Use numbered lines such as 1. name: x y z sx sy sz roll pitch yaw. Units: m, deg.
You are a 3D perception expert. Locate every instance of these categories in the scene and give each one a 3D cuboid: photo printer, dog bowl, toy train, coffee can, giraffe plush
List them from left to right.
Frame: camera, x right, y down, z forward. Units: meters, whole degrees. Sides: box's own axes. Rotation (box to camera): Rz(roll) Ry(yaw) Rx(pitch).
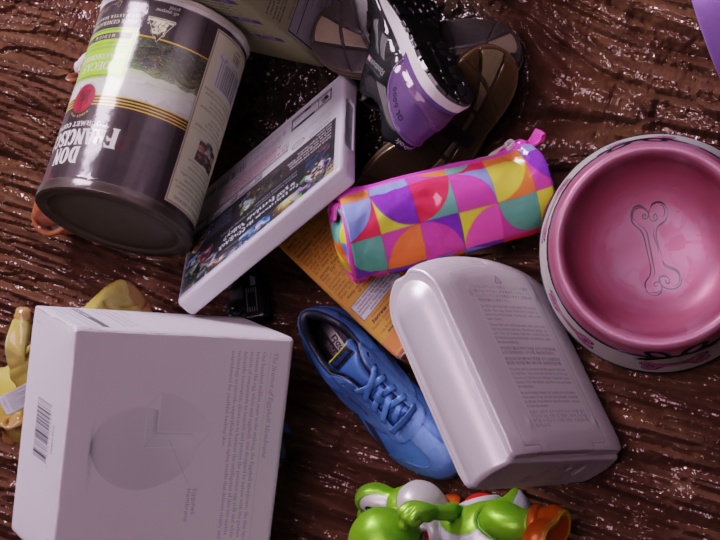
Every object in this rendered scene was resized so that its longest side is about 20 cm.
1. giraffe plush: -0.278 0.115 1.725 0.162 0.199 0.173 -25 75 52
2. coffee can: -0.196 -0.132 1.689 0.146 0.146 0.201 5 68 26
3. toy train: -0.093 0.090 1.699 0.046 0.034 0.201 -11 72 11
4. photo printer: 0.114 0.079 1.530 0.069 0.166 0.201 -40 63 33
5. dog bowl: 0.241 -0.017 1.513 0.199 0.074 0.201 -1 85 10

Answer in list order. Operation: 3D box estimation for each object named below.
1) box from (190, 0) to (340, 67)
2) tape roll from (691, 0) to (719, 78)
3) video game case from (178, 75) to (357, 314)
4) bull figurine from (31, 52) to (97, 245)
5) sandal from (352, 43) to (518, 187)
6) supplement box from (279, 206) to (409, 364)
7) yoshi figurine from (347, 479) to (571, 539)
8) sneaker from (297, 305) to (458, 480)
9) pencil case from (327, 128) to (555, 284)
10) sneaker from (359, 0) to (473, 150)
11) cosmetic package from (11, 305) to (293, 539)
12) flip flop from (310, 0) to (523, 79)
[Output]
1. box: -0.132 -0.280 1.715 0.175 0.200 0.097 15 82 28
2. tape roll: 0.311 -0.227 1.491 0.065 0.200 0.201 -17 70 20
3. video game case: -0.081 -0.070 1.663 0.200 0.023 0.182 -38 24 22
4. bull figurine: -0.250 -0.120 1.807 0.121 0.065 0.201 18 85 26
5. sandal: 0.067 -0.119 1.655 0.080 0.054 0.200 33 104 -16
6. supplement box: 0.000 0.000 1.658 0.200 0.067 0.069 41 96 27
7. yoshi figurine: 0.072 0.230 1.545 0.199 0.112 0.113 8 87 30
8. sneaker: 0.013 0.107 1.619 0.066 0.078 0.200 -46 64 6
9. pencil case: 0.071 -0.053 1.590 0.199 0.088 0.089 -18 67 -9
10. sneaker: 0.024 -0.190 1.622 0.088 0.076 0.200 -43 43 27
11. cosmetic package: -0.179 0.141 1.594 0.123 0.199 0.200 18 102 63
12. flip flop: 0.050 -0.198 1.694 0.199 0.058 0.081 7 69 11
